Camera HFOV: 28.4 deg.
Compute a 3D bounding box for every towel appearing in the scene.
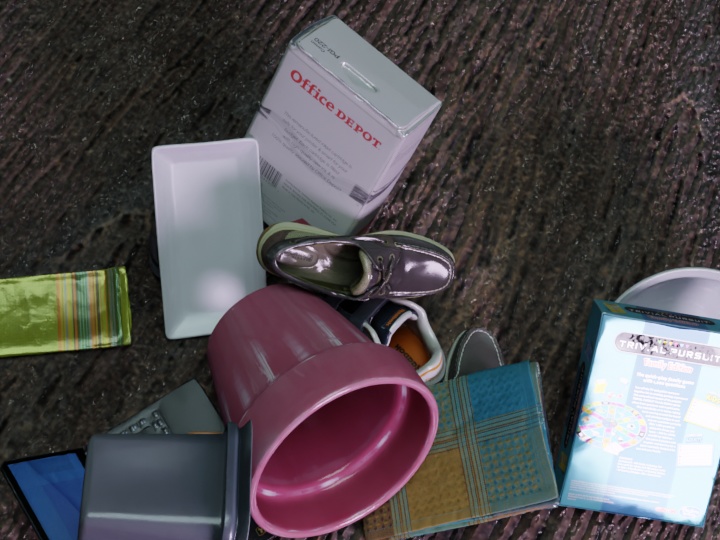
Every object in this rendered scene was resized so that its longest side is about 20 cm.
[{"bbox_3d":[-0.329,0.043,1.422,0.198,0.018,0.087,-5,64,-11],"label":"towel"},{"bbox_3d":[0.089,0.175,1.367,0.198,0.022,0.148,-17,62,21],"label":"towel"}]

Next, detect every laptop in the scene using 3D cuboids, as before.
[{"bbox_3d":[-0.196,0.208,1.313,0.199,0.103,0.178,-31,73,-12],"label":"laptop"}]

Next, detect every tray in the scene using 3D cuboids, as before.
[{"bbox_3d":[-0.149,-0.033,1.419,0.106,0.202,0.022,-6,21,-11],"label":"tray"}]

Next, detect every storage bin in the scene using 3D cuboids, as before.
[{"bbox_3d":[-0.170,0.205,1.203,0.133,0.201,0.147,7,53,-11],"label":"storage bin"}]

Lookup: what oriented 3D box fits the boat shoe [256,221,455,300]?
[{"bbox_3d":[0.000,0.000,1.364,0.198,0.074,0.065,4,20,-13],"label":"boat shoe"}]

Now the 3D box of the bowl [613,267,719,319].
[{"bbox_3d":[0.323,0.082,1.445,0.199,0.090,0.203,0,105,-1],"label":"bowl"}]

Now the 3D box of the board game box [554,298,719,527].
[{"bbox_3d":[0.281,0.140,1.389,0.149,0.047,0.202,9,105,-5],"label":"board game box"}]

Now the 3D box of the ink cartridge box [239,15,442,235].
[{"bbox_3d":[-0.031,-0.124,1.397,0.145,0.201,0.085,39,44,8],"label":"ink cartridge box"}]

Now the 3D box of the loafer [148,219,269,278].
[{"bbox_3d":[-0.120,-0.040,1.463,0.198,0.063,0.072,-13,47,-14],"label":"loafer"}]

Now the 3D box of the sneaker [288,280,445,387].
[{"bbox_3d":[0.011,0.045,1.443,0.200,0.080,0.078,40,65,12],"label":"sneaker"}]

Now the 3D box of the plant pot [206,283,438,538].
[{"bbox_3d":[-0.053,0.117,1.339,0.198,0.201,0.179,-22,50,-18],"label":"plant pot"}]

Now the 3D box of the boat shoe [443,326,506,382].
[{"bbox_3d":[0.122,0.144,1.420,0.071,0.061,0.203,5,64,-7],"label":"boat shoe"}]
